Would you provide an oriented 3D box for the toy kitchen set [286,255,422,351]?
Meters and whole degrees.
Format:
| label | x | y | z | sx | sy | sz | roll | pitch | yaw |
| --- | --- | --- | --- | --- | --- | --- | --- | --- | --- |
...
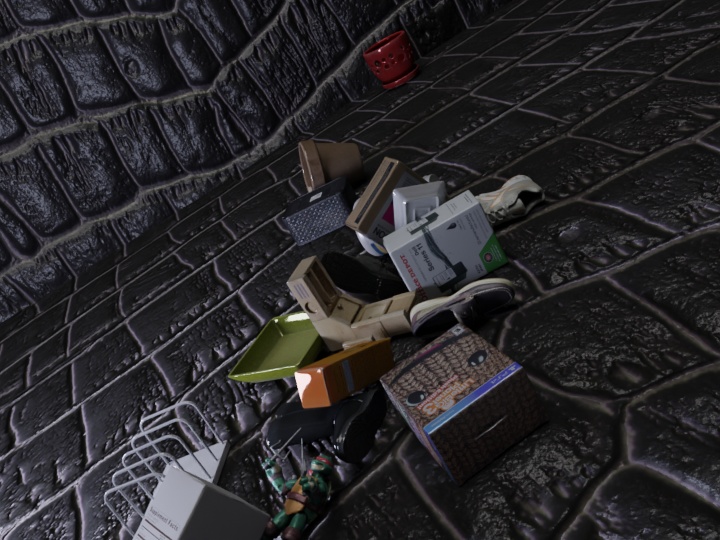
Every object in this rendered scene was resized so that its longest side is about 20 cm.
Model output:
| label | x | y | z | sx | sy | sz | roll | pitch | yaw |
| --- | --- | --- | --- | --- | --- | --- | --- | --- | --- |
| toy kitchen set | -0.021 | 0.073 | 1.480 | 0.199 | 0.181 | 0.164 | -17 | 26 | 33 |

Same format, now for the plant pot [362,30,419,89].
| label | x | y | z | sx | sy | sz | roll | pitch | yaw |
| --- | --- | --- | --- | --- | --- | --- | --- | --- | --- |
| plant pot | 0.134 | -0.872 | 3.294 | 0.199 | 0.183 | 0.201 | -25 | 23 | 11 |

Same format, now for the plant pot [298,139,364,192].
| label | x | y | z | sx | sy | sz | roll | pitch | yaw |
| --- | --- | --- | --- | --- | --- | --- | --- | --- | --- |
| plant pot | -0.085 | -0.316 | 2.416 | 0.173 | 0.202 | 0.200 | -15 | 21 | -7 |

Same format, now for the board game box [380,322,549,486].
| label | x | y | z | sx | sy | sz | roll | pitch | yaw |
| --- | --- | --- | --- | --- | --- | --- | --- | --- | --- |
| board game box | 0.143 | 0.185 | 1.143 | 0.159 | 0.097 | 0.200 | -34 | 22 | -8 |

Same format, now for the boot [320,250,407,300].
| label | x | y | z | sx | sy | sz | roll | pitch | yaw |
| --- | --- | --- | --- | --- | --- | --- | --- | --- | --- |
| boot | 0.000 | 0.000 | 1.638 | 0.068 | 0.198 | 0.131 | -62 | 18 | 15 |

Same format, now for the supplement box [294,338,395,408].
| label | x | y | z | sx | sy | sz | roll | pitch | yaw |
| --- | --- | --- | --- | --- | --- | --- | --- | --- | --- |
| supplement box | -0.021 | 0.170 | 1.328 | 0.066 | 0.070 | 0.199 | -13 | 4 | 37 |

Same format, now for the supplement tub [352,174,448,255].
| label | x | y | z | sx | sy | sz | roll | pitch | yaw |
| --- | --- | --- | --- | --- | --- | --- | --- | --- | --- |
| supplement tub | 0.097 | -0.128 | 1.807 | 0.198 | 0.145 | 0.145 | -19 | 24 | 25 |

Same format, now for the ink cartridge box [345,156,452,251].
| label | x | y | z | sx | sy | sz | roll | pitch | yaw |
| --- | --- | --- | --- | --- | --- | --- | --- | --- | --- |
| ink cartridge box | 0.096 | -0.113 | 1.641 | 0.166 | 0.199 | 0.075 | -59 | 26 | 1 |

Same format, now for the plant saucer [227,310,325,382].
| label | x | y | z | sx | sy | sz | roll | pitch | yaw |
| --- | --- | --- | --- | --- | --- | --- | --- | --- | --- |
| plant saucer | -0.147 | 0.160 | 1.630 | 0.198 | 0.048 | 0.200 | -14 | 28 | 35 |

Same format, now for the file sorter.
| label | x | y | z | sx | sy | sz | roll | pitch | yaw |
| --- | --- | --- | --- | --- | --- | --- | --- | --- | --- |
| file sorter | -0.337 | 0.347 | 1.371 | 0.138 | 0.125 | 0.201 | -24 | 23 | 17 |

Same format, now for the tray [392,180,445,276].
| label | x | y | z | sx | sy | sz | roll | pitch | yaw |
| --- | --- | --- | --- | --- | --- | --- | --- | --- | --- |
| tray | 0.123 | -0.077 | 1.572 | 0.106 | 0.202 | 0.022 | -11 | 33 | -9 |

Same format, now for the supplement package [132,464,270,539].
| label | x | y | z | sx | sy | sz | roll | pitch | yaw |
| --- | --- | --- | --- | --- | --- | --- | --- | --- | --- |
| supplement package | -0.236 | 0.391 | 1.070 | 0.119 | 0.121 | 0.201 | 3 | 61 | 54 |

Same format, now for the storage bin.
| label | x | y | z | sx | sy | sz | roll | pitch | yaw |
| --- | --- | --- | --- | --- | --- | --- | --- | --- | --- |
| storage bin | -0.109 | -0.170 | 2.226 | 0.199 | 0.094 | 0.136 | -25 | 22 | 16 |

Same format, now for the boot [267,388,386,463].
| label | x | y | z | sx | sy | sz | roll | pitch | yaw |
| --- | --- | --- | --- | --- | --- | --- | --- | --- | --- |
| boot | -0.072 | 0.262 | 1.284 | 0.198 | 0.066 | 0.165 | -11 | 16 | 28 |

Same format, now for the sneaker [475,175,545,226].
| label | x | y | z | sx | sy | sz | roll | pitch | yaw |
| --- | --- | --- | --- | --- | --- | --- | --- | --- | --- |
| sneaker | 0.298 | -0.131 | 1.660 | 0.199 | 0.076 | 0.092 | -35 | 27 | -7 |

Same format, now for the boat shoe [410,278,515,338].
| label | x | y | z | sx | sy | sz | roll | pitch | yaw |
| --- | --- | --- | --- | --- | --- | --- | --- | --- | --- |
| boat shoe | 0.179 | 0.073 | 1.382 | 0.198 | 0.072 | 0.065 | -18 | 37 | 20 |

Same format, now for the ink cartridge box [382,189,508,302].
| label | x | y | z | sx | sy | sz | roll | pitch | yaw |
| --- | --- | --- | --- | --- | --- | --- | --- | --- | --- |
| ink cartridge box | 0.163 | -0.038 | 1.531 | 0.199 | 0.147 | 0.083 | -30 | 23 | 5 |

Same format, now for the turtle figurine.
| label | x | y | z | sx | sy | sz | roll | pitch | yaw |
| --- | --- | --- | --- | --- | --- | --- | --- | --- | --- |
| turtle figurine | -0.092 | 0.327 | 1.139 | 0.149 | 0.100 | 0.201 | -24 | 34 | 57 |
